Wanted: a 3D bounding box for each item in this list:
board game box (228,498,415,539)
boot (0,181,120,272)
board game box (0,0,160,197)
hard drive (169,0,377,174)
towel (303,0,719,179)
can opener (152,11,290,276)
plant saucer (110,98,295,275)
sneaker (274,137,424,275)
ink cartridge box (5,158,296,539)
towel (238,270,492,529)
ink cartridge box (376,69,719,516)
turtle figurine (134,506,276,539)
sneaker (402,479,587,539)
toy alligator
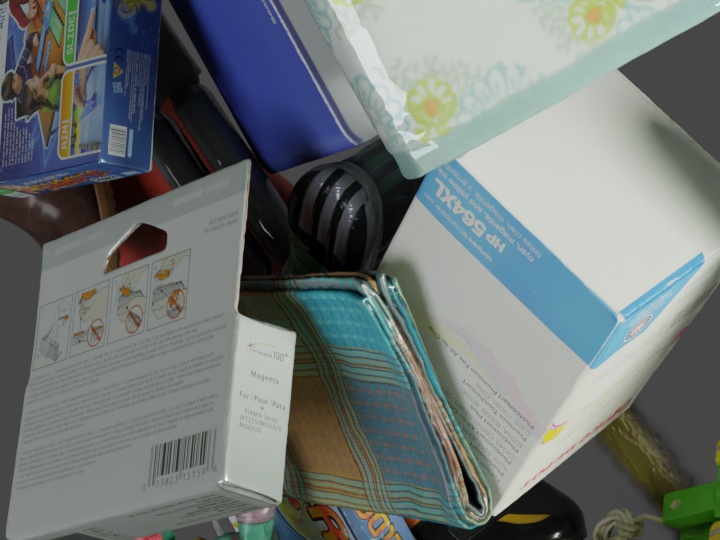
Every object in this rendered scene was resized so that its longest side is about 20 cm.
[{"bbox_3d":[-0.042,0.117,1.425,0.135,0.034,0.200,-12,110,58],"label":"board game box"},{"bbox_3d":[-0.244,-0.053,1.473,0.200,0.166,0.072,66,150,24],"label":"boot"},{"bbox_3d":[-0.163,-0.148,1.385,0.135,0.034,0.200,-7,77,50],"label":"board game box"},{"bbox_3d":[-0.051,-0.120,1.320,0.132,0.025,0.200,61,166,-5],"label":"hard drive"},{"bbox_3d":[0.067,-0.160,1.127,0.171,0.200,0.048,61,178,-9],"label":"towel"},{"bbox_3d":[-0.097,-0.081,1.431,0.053,0.067,0.200,-36,81,11],"label":"can opener"},{"bbox_3d":[-0.107,-0.003,1.512,0.200,0.037,0.200,40,138,19],"label":"plant saucer"},{"bbox_3d":[0.000,0.000,1.373,0.074,0.088,0.200,43,147,16],"label":"sneaker"},{"bbox_3d":[-0.110,0.051,1.303,0.200,0.044,0.174,-19,59,47],"label":"ink cartridge box"},{"bbox_3d":[-0.021,0.066,1.293,0.200,0.022,0.147,0,119,54],"label":"towel"},{"bbox_3d":[0.088,0.015,1.257,0.125,0.129,0.200,45,139,15],"label":"ink cartridge box"},{"bbox_3d":[-0.065,0.173,1.371,0.200,0.101,0.150,36,155,0],"label":"turtle figurine"},{"bbox_3d":[0.039,0.109,1.412,0.200,0.070,0.090,17,129,40],"label":"sneaker"},{"bbox_3d":[0.202,0.123,1.277,0.054,0.059,0.200,23,151,-25],"label":"toy alligator"}]
